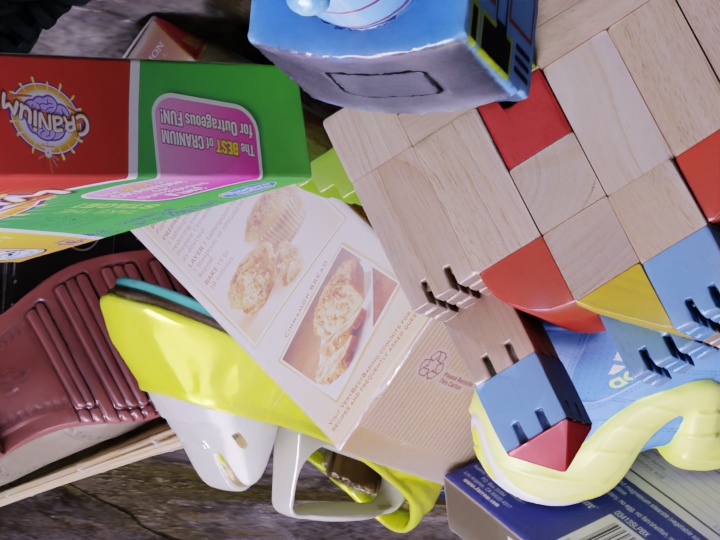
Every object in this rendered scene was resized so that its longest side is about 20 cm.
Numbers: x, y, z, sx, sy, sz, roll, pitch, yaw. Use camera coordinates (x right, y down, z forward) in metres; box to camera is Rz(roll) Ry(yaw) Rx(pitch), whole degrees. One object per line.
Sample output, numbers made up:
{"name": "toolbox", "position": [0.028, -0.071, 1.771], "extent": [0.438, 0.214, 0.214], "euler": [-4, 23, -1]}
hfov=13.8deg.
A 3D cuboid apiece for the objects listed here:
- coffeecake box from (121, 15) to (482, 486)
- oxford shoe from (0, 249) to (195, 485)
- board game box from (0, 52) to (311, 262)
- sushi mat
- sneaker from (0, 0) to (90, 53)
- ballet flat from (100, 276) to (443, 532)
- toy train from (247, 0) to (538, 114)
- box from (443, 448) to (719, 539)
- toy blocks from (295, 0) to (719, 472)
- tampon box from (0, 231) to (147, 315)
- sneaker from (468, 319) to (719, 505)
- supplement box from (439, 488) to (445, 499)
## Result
{"name": "coffeecake box", "position": [0.000, 0.000, 1.160], "extent": [0.153, 0.073, 0.200], "euler": [22, -163, -50]}
{"name": "oxford shoe", "position": [-0.128, 0.045, 1.228], "extent": [0.200, 0.071, 0.075], "euler": [-19, 168, -17]}
{"name": "board game box", "position": [-0.139, -0.034, 0.976], "extent": [0.153, 0.040, 0.200], "euler": [-15, 172, 40]}
{"name": "sushi mat", "position": [-0.126, 0.083, 1.279], "extent": [0.200, 0.012, 0.096], "euler": [-21, -174, 34]}
{"name": "sneaker", "position": [-0.143, -0.084, 1.066], "extent": [0.075, 0.085, 0.200], "euler": [16, 161, -39]}
{"name": "ballet flat", "position": [-0.032, 0.062, 1.190], "extent": [0.067, 0.067, 0.200], "euler": [12, 171, 44]}
{"name": "toy train", "position": [-0.004, -0.119, 0.830], "extent": [0.087, 0.114, 0.200], "euler": [-1, 165, 19]}
{"name": "box", "position": [0.146, 0.074, 1.092], "extent": [0.200, 0.032, 0.121], "euler": [-24, -146, -23]}
{"name": "toy blocks", "position": [0.086, -0.026, 0.970], "extent": [0.200, 0.137, 0.100], "euler": [-32, 160, 16]}
{"name": "tampon box", "position": [-0.199, 0.012, 1.369], "extent": [0.200, 0.126, 0.150], "euler": [-5, 163, 28]}
{"name": "sneaker", "position": [0.133, 0.015, 1.055], "extent": [0.200, 0.076, 0.105], "euler": [-21, 135, -14]}
{"name": "supplement box", "position": [0.173, 0.052, 1.398], "extent": [0.200, 0.134, 0.200], "euler": [18, 161, -42]}
